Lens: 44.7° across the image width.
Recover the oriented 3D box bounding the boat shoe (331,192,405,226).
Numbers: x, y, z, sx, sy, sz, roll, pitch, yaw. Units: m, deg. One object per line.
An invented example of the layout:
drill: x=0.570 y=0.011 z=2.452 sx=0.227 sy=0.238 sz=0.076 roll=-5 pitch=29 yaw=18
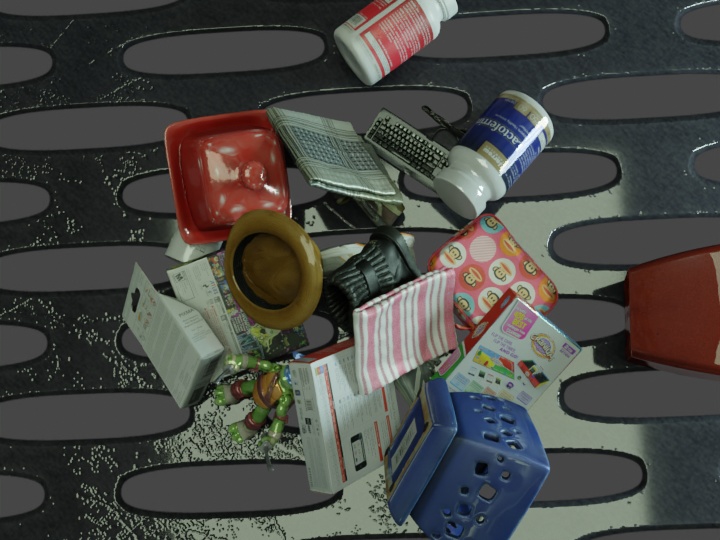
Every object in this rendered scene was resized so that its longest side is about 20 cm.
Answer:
boat shoe: x=-0.020 y=-0.140 z=1.475 sx=0.200 sy=0.072 sz=0.066 roll=35 pitch=94 yaw=10

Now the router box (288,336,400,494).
router box: x=-0.017 y=0.216 z=1.351 sx=0.048 sy=0.179 sz=0.203 roll=-4 pitch=98 yaw=42

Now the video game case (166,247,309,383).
video game case: x=-0.199 y=0.060 z=1.435 sx=0.179 sy=0.036 sz=0.202 roll=-21 pitch=101 yaw=-5

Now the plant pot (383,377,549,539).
plant pot: x=0.142 y=0.288 z=1.294 sx=0.178 sy=0.200 sz=0.201 roll=25 pitch=106 yaw=-9

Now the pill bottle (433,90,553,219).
pill bottle: x=0.215 y=-0.188 z=1.436 sx=0.115 sy=0.116 sz=0.200 roll=39 pitch=77 yaw=8

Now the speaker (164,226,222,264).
speaker: x=-0.252 y=-0.099 z=1.478 sx=0.080 sy=0.081 sz=0.202 roll=23 pitch=83 yaw=6

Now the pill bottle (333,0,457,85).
pill bottle: x=0.062 y=-0.417 z=1.494 sx=0.199 sy=0.112 sz=0.113 roll=-36 pitch=81 yaw=-3

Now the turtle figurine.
turtle figurine: x=-0.180 y=0.208 z=1.359 sx=0.143 sy=0.194 sz=0.201 roll=38 pitch=53 yaw=-11

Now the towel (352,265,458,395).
towel: x=0.072 y=0.091 z=1.340 sx=0.199 sy=0.030 sz=0.148 roll=-24 pitch=122 yaw=-32

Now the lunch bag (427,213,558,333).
lunch bag: x=0.204 y=0.029 z=1.433 sx=0.176 sy=0.082 sz=0.201 roll=-38 pitch=82 yaw=-2

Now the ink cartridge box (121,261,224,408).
ink cartridge box: x=-0.308 y=0.101 z=1.420 sx=0.057 sy=0.163 sz=0.201 roll=-19 pitch=64 yaw=-36

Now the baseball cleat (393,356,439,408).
baseball cleat: x=0.107 y=0.183 z=1.421 sx=0.106 sy=0.070 sz=0.201 roll=-38 pitch=82 yaw=-3

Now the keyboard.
keyboard: x=0.115 y=-0.219 z=1.507 sx=0.199 sy=0.021 sz=0.128 roll=34 pitch=85 yaw=7

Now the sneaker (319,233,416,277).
sneaker: x=0.000 y=0.000 z=1.455 sx=0.198 sy=0.076 sz=0.093 roll=-12 pitch=85 yaw=2

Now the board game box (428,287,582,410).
board game box: x=0.228 y=0.150 z=1.380 sx=0.153 sy=0.040 sz=0.200 roll=37 pitch=99 yaw=-18

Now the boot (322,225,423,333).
boot: x=0.034 y=0.054 z=1.364 sx=0.158 sy=0.079 sz=0.212 roll=-49 pitch=118 yaw=-36

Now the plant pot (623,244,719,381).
plant pot: x=0.504 y=0.071 z=1.363 sx=0.174 sy=0.200 sz=0.203 roll=-2 pitch=81 yaw=14

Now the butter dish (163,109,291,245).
butter dish: x=-0.189 y=-0.148 z=1.380 sx=0.198 sy=0.147 sz=0.202 roll=-12 pitch=101 yaw=-25

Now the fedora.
fedora: x=-0.122 y=-0.006 z=1.352 sx=0.199 sy=0.081 sz=0.203 roll=10 pitch=107 yaw=34

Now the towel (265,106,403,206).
towel: x=-0.036 y=-0.186 z=1.406 sx=0.035 sy=0.198 sz=0.193 roll=-55 pitch=46 yaw=27
